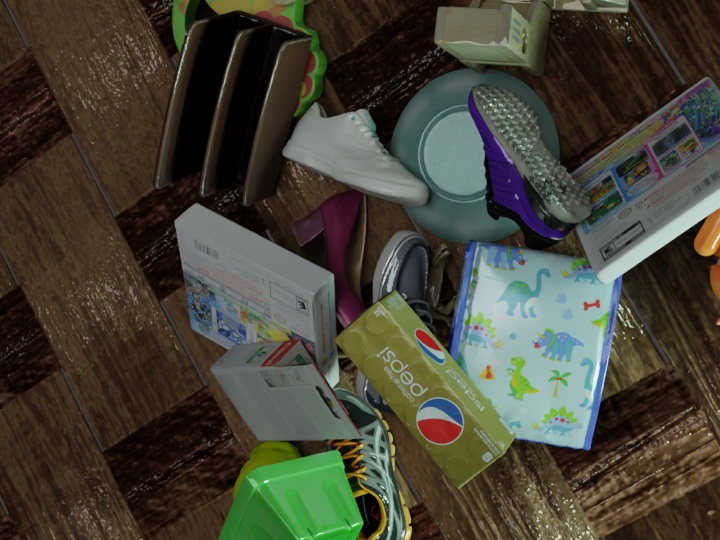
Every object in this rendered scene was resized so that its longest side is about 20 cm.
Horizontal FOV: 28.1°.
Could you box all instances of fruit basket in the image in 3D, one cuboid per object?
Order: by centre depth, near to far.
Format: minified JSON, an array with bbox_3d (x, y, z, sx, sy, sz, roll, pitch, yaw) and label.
[{"bbox_3d":[-0.100,0.273,1.622,0.215,0.155,0.216,10,103,50],"label":"fruit basket"}]

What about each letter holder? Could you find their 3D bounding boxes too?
[{"bbox_3d":[-0.148,-0.179,1.632,0.100,0.142,0.200,22,111,15],"label":"letter holder"}]

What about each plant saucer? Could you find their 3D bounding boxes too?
[{"bbox_3d":[0.122,-0.130,1.618,0.200,0.039,0.202,0,90,21],"label":"plant saucer"}]

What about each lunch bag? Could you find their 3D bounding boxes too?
[{"bbox_3d":[0.178,0.081,1.534,0.170,0.127,0.201,9,85,3],"label":"lunch bag"}]

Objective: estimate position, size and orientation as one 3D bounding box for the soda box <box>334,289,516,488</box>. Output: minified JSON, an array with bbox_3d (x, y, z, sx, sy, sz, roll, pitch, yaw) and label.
[{"bbox_3d":[0.067,0.120,1.475,0.068,0.064,0.200,-41,86,21],"label":"soda box"}]

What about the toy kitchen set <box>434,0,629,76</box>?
[{"bbox_3d":[0.190,-0.317,1.518,0.163,0.180,0.201,6,90,19],"label":"toy kitchen set"}]

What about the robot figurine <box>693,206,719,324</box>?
[{"bbox_3d":[0.421,-0.033,1.463,0.116,0.144,0.201,17,96,36],"label":"robot figurine"}]

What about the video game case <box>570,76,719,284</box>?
[{"bbox_3d":[0.308,-0.096,1.492,0.200,0.182,0.024,-36,121,17],"label":"video game case"}]

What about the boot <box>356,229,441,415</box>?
[{"bbox_3d":[0.059,0.061,1.558,0.090,0.073,0.201,16,99,49],"label":"boot"}]

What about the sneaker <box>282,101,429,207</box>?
[{"bbox_3d":[0.002,-0.137,1.637,0.200,0.075,0.089,25,91,31],"label":"sneaker"}]

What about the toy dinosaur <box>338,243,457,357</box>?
[{"bbox_3d":[0.056,0.061,1.645,0.200,0.058,0.101,-47,58,19],"label":"toy dinosaur"}]

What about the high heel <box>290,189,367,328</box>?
[{"bbox_3d":[0.000,0.000,1.634,0.096,0.067,0.200,-30,70,3],"label":"high heel"}]

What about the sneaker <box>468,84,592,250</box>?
[{"bbox_3d":[0.159,-0.105,1.548,0.100,0.069,0.200,-53,57,41],"label":"sneaker"}]

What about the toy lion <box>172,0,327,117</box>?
[{"bbox_3d":[-0.133,-0.270,1.710,0.200,0.069,0.192,11,101,21],"label":"toy lion"}]

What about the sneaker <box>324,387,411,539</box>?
[{"bbox_3d":[0.000,0.229,1.643,0.078,0.077,0.200,-27,79,21],"label":"sneaker"}]

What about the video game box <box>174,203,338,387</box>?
[{"bbox_3d":[-0.115,0.037,1.637,0.200,0.047,0.182,27,140,25],"label":"video game box"}]

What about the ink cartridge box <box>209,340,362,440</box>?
[{"bbox_3d":[-0.073,0.135,1.613,0.200,0.050,0.109,-9,120,50],"label":"ink cartridge box"}]
